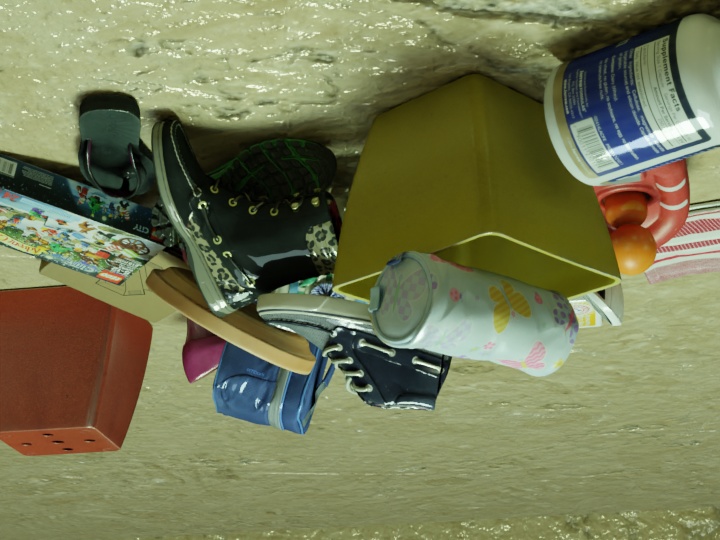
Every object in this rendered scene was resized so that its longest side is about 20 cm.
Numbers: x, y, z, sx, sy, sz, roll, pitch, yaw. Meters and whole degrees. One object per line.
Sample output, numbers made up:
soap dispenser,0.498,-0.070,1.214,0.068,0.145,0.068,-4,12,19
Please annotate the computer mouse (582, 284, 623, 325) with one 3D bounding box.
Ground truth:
computer mouse,0.223,-0.018,1.641,0.044,0.200,0.110,-42,148,0

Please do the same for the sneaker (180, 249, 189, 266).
sneaker,-0.098,-0.029,1.704,0.198,0.074,0.087,6,153,-21

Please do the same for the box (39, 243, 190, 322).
box,-0.263,-0.001,1.769,0.163,0.021,0.200,25,152,-24

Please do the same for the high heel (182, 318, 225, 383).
high heel,-0.135,0.104,2.027,0.198,0.097,0.067,-1,161,-2

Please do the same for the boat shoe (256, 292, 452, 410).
boat shoe,-0.007,0.080,1.477,0.198,0.093,0.075,10,171,-3

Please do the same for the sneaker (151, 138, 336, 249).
sneaker,-0.115,-0.088,1.561,0.199,0.079,0.085,-17,-167,19

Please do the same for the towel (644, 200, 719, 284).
towel,0.391,-0.032,1.815,0.143,0.023,0.200,-10,159,19

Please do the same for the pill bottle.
pill bottle,0.268,-0.153,1.324,0.199,0.117,0.115,-17,156,36

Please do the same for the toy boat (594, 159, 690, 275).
toy boat,0.272,-0.058,1.566,0.129,0.132,0.200,-7,160,14

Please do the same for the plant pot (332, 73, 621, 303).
plant pot,0.105,-0.068,1.455,0.199,0.178,0.199,-20,153,40

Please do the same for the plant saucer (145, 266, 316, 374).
plant saucer,-0.133,0.047,1.626,0.199,0.032,0.200,30,-178,-1

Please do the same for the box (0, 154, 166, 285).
box,-0.315,-0.051,1.611,0.199,0.038,0.136,20,152,-23

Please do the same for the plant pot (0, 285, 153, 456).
plant pot,-0.386,0.137,1.977,0.198,0.178,0.200,-5,161,6

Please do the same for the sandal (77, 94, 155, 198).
sandal,-0.243,-0.107,1.498,0.075,0.048,0.201,-2,160,-2

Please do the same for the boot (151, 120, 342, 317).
boot,-0.105,-0.066,1.483,0.153,0.205,0.074,-15,-161,13

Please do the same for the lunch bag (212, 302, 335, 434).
lunch bag,-0.089,0.092,1.867,0.131,0.201,0.136,16,163,4

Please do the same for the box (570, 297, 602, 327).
box,0.180,0.010,1.789,0.198,0.102,0.113,-5,161,7

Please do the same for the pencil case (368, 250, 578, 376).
pencil case,0.102,0.042,1.375,0.199,0.084,0.090,13,154,-37

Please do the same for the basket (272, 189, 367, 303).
basket,0.000,0.000,1.623,0.198,0.178,0.139,1,-167,-14
